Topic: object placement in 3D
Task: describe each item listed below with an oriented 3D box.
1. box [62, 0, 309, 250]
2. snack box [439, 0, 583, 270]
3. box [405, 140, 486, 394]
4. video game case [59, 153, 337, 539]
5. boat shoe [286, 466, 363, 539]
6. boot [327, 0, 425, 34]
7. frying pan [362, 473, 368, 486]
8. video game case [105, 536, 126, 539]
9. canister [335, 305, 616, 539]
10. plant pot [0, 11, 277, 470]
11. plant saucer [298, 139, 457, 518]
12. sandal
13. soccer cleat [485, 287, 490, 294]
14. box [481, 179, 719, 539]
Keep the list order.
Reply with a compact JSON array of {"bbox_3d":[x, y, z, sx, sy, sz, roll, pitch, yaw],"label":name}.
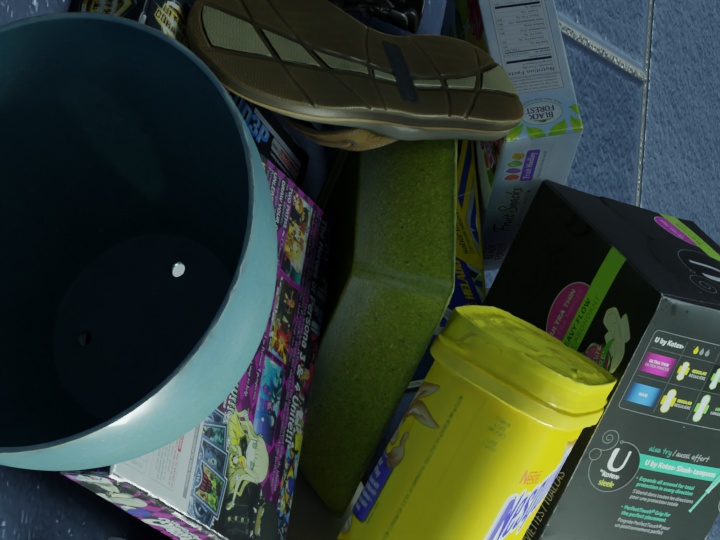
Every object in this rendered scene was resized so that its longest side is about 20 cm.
[{"bbox_3d":[-0.101,-0.040,1.359,0.200,0.046,0.160,50,47,-54],"label":"box"},{"bbox_3d":[0.087,-0.103,1.601,0.200,0.053,0.143,100,-18,-67],"label":"snack box"},{"bbox_3d":[0.036,-0.031,1.599,0.070,0.064,0.202,-133,-144,-73],"label":"box"},{"bbox_3d":[-0.076,0.035,1.314,0.181,0.036,0.201,40,54,-57],"label":"video game case"},{"bbox_3d":[-0.059,0.153,1.442,0.072,0.059,0.200,54,30,-1],"label":"boat shoe"},{"bbox_3d":[-0.047,-0.176,1.360,0.200,0.130,0.068,22,79,-63],"label":"boot"},{"bbox_3d":[0.000,0.184,1.569,0.190,0.115,0.031,51,4,18],"label":"frying pan"},{"bbox_3d":[-0.124,0.259,1.312,0.183,0.022,0.200,-60,144,-22],"label":"video game case"},{"bbox_3d":[0.048,0.127,1.403,0.201,0.086,0.148,-61,167,7],"label":"canister"},{"bbox_3d":[-0.118,0.005,1.161,0.135,0.199,0.201,49,48,-62],"label":"plant pot"},{"bbox_3d":[0.000,0.000,1.452,0.201,0.048,0.200,-87,-165,-44],"label":"plant saucer"},{"bbox_3d":[-0.005,-0.095,1.367,0.199,0.054,0.081,10,50,-33],"label":"sandal"},{"bbox_3d":[0.099,0.055,1.697,0.200,0.068,0.086,-175,-91,-86],"label":"soccer cleat"},{"bbox_3d":[0.145,0.075,1.541,0.124,0.149,0.201,13,111,-33],"label":"box"}]
